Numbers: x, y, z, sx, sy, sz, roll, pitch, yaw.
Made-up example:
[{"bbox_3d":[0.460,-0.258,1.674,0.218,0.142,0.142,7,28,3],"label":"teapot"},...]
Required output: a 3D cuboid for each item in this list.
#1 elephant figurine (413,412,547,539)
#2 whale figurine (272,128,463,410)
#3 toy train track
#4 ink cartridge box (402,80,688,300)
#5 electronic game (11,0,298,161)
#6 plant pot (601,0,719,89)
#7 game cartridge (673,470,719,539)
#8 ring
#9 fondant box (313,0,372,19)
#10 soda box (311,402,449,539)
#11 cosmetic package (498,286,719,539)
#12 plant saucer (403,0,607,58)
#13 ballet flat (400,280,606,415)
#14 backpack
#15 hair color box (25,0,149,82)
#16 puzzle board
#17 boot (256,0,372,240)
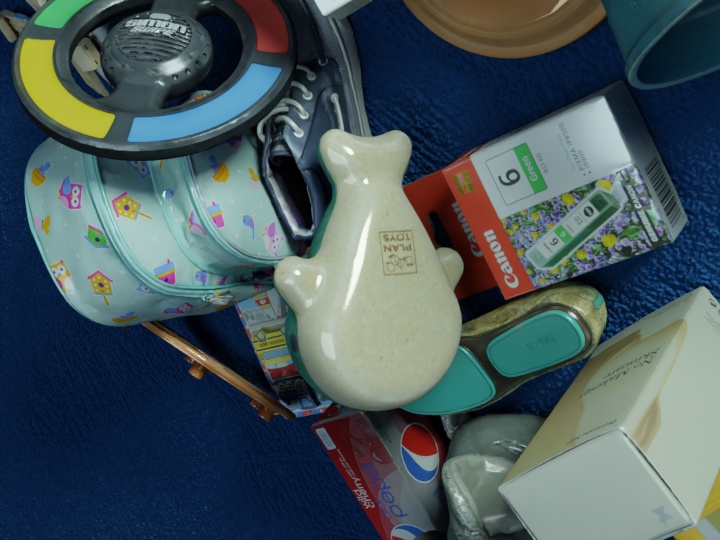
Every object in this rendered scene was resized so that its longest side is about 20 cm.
[{"bbox_3d":[0.102,0.194,0.727,0.155,0.200,0.142,-10,106,35],"label":"elephant figurine"},{"bbox_3d":[0.000,0.000,0.716,0.104,0.158,0.201,-5,91,58],"label":"whale figurine"},{"bbox_3d":[-0.280,-0.196,0.845,0.200,0.033,0.115,28,155,48],"label":"toy train track"},{"bbox_3d":[0.117,-0.043,0.703,0.199,0.050,0.109,-22,99,37],"label":"ink cartridge box"},{"bbox_3d":[-0.143,-0.153,0.688,0.199,0.200,0.042,27,147,19],"label":"electronic game"},{"bbox_3d":[0.187,-0.226,0.499,0.200,0.200,0.189,-33,78,38],"label":"plant pot"},{"bbox_3d":[0.314,0.175,0.692,0.200,0.032,0.176,45,127,6],"label":"game cartridge"},{"bbox_3d":[-0.143,0.079,0.857,0.200,0.200,0.019,32,83,17],"label":"ring"},{"bbox_3d":[-0.003,-0.279,0.598,0.144,0.058,0.201,-27,97,15],"label":"fondant box"},{"bbox_3d":[0.045,0.188,0.833,0.063,0.070,0.201,-22,104,38],"label":"soda box"},{"bbox_3d":[0.180,0.097,0.633,0.105,0.200,0.071,-38,89,37],"label":"cosmetic package"},{"bbox_3d":[0.094,-0.240,0.640,0.199,0.032,0.201,13,118,26],"label":"plant saucer"},{"bbox_3d":[0.105,0.060,0.751,0.200,0.071,0.071,-29,95,41],"label":"ballet flat"},{"bbox_3d":[-0.149,-0.050,0.757,0.153,0.200,0.177,-21,85,36],"label":"backpack"},{"bbox_3d":[-0.251,-0.256,0.809,0.200,0.061,0.100,45,160,7],"label":"hair color box"},{"bbox_3d":[-0.024,0.051,0.858,0.199,0.017,0.151,-16,102,36],"label":"puzzle board"},{"bbox_3d":[-0.044,-0.127,0.741,0.072,0.090,0.201,-10,106,35],"label":"boot"}]
